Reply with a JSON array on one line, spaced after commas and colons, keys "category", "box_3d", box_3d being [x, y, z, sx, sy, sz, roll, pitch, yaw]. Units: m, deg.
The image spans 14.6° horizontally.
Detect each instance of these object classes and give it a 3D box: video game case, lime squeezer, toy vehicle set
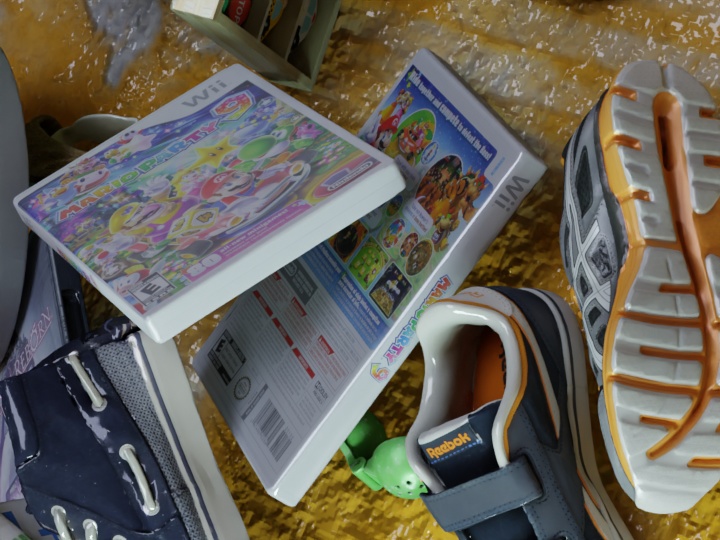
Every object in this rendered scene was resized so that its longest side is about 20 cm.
[{"category": "video game case", "box_3d": [-0.169, 0.089, 1.489, 0.143, 0.019, 0.201, -55, 40, 46]}, {"category": "lime squeezer", "box_3d": [0.013, 0.070, 1.343, 0.200, 0.038, 0.071, 10, 84, 48]}, {"category": "video game case", "box_3d": [-0.079, -0.038, 1.389, 0.143, 0.018, 0.200, -33, 28, -13]}, {"category": "toy vehicle set", "box_3d": [-0.030, -0.205, 1.432, 0.026, 0.124, 0.201, 15, 84, 25]}, {"category": "video game case", "box_3d": [0.000, 0.000, 1.356, 0.200, 0.018, 0.143, -54, 29, 9]}]

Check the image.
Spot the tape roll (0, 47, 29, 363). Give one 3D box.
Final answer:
[{"category": "tape roll", "box_3d": [-0.244, -0.034, 1.557, 0.200, 0.066, 0.201, -178, 90, -65]}]

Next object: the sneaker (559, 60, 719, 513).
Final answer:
[{"category": "sneaker", "box_3d": [0.127, 0.012, 1.241, 0.077, 0.078, 0.201, -35, 50, 58]}]

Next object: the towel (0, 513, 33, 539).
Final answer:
[{"category": "towel", "box_3d": [-0.186, 0.179, 1.298, 0.200, 0.152, 0.023, 37, 133, 17]}]

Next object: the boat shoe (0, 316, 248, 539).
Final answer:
[{"category": "boat shoe", "box_3d": [-0.108, 0.124, 1.348, 0.092, 0.075, 0.201, -19, 78, -11]}]

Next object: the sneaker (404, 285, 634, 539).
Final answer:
[{"category": "sneaker", "box_3d": [0.067, 0.104, 1.230, 0.078, 0.079, 0.201, -28, 68, 38]}]

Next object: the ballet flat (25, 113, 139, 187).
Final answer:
[{"category": "ballet flat", "box_3d": [-0.132, -0.049, 1.524, 0.200, 0.068, 0.072, 18, 68, 50]}]

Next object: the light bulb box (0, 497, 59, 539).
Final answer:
[{"category": "light bulb box", "box_3d": [-0.209, 0.232, 1.342, 0.199, 0.199, 0.125, 59, 142, 33]}]
